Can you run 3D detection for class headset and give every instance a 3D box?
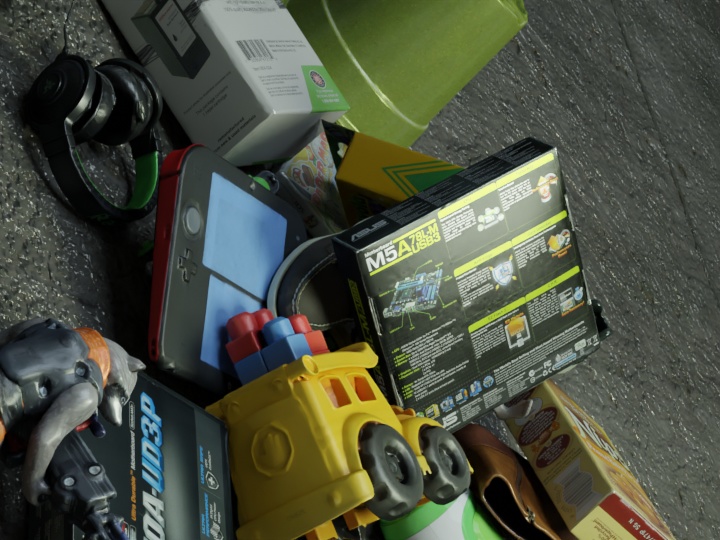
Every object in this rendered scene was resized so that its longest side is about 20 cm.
[{"bbox_3d":[-0.197,-0.137,1.616,0.123,0.093,0.202,-4,77,-61],"label":"headset"}]

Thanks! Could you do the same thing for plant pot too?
[{"bbox_3d":[0.053,-0.232,1.997,0.200,0.189,0.201,48,19,-23],"label":"plant pot"}]

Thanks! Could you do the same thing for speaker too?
[{"bbox_3d":[0.101,0.265,1.720,0.201,0.088,0.089,54,27,-8],"label":"speaker"}]

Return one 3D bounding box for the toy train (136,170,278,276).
[{"bbox_3d":[-0.119,-0.040,1.690,0.042,0.056,0.200,55,28,-5],"label":"toy train"}]

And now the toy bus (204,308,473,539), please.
[{"bbox_3d":[-0.027,0.114,1.595,0.199,0.135,0.193,-1,65,-60],"label":"toy bus"}]

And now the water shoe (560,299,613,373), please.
[{"bbox_3d":[0.140,0.035,1.792,0.199,0.079,0.072,14,47,-51],"label":"water shoe"}]

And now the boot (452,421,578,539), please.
[{"bbox_3d":[0.156,0.210,1.789,0.189,0.068,0.200,50,-1,-15],"label":"boot"}]

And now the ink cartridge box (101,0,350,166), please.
[{"bbox_3d":[-0.119,-0.195,1.799,0.201,0.084,0.145,57,26,11],"label":"ink cartridge box"}]

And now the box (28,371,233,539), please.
[{"bbox_3d":[-0.155,0.163,1.431,0.159,0.046,0.201,35,35,-38],"label":"box"}]

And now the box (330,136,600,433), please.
[{"bbox_3d":[0.089,0.020,1.683,0.047,0.199,0.195,27,-40,56],"label":"box"}]

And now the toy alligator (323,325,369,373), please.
[{"bbox_3d":[-0.043,0.066,1.723,0.201,0.059,0.054,58,-18,12],"label":"toy alligator"}]

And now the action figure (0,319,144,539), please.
[{"bbox_3d":[-0.209,0.097,1.302,0.193,0.105,0.200,-22,59,-43],"label":"action figure"}]

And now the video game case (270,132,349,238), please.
[{"bbox_3d":[-0.002,-0.065,1.951,0.182,0.023,0.200,50,28,-16],"label":"video game case"}]

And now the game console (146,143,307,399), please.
[{"bbox_3d":[-0.099,0.012,1.612,0.200,0.031,0.179,33,53,-57],"label":"game console"}]

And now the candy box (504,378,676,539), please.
[{"bbox_3d":[0.198,0.180,1.823,0.115,0.055,0.200,42,11,-33],"label":"candy box"}]

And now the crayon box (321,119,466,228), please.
[{"bbox_3d":[0.054,-0.054,1.817,0.126,0.198,0.052,72,40,-67],"label":"crayon box"}]

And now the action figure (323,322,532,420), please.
[{"bbox_3d":[0.052,0.085,1.805,0.192,0.105,0.202,17,56,-24],"label":"action figure"}]

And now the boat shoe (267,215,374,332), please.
[{"bbox_3d":[0.000,0.000,1.695,0.201,0.060,0.072,-34,114,-49],"label":"boat shoe"}]
